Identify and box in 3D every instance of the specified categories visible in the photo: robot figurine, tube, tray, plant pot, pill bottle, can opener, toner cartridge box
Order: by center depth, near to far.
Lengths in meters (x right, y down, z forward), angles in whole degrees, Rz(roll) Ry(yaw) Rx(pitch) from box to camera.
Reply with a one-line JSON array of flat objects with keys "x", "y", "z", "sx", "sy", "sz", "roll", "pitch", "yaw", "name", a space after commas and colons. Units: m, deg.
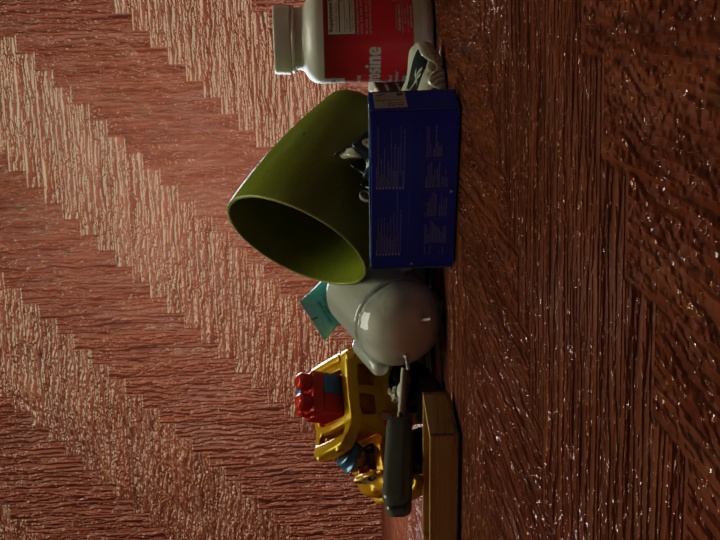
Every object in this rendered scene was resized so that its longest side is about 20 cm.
[{"x": 0.055, "y": -0.094, "z": 1.253, "sx": 0.043, "sy": 0.094, "sz": 0.201, "roll": -92, "pitch": 2, "yaw": -53, "name": "toner cartridge box"}, {"x": 0.093, "y": 0.253, "z": 1.361, "sx": 0.099, "sy": 0.037, "sz": 0.202, "roll": -94, "pitch": 4, "yaw": -67, "name": "tray"}, {"x": 0.059, "y": 0.203, "z": 1.431, "sx": 0.053, "sy": 0.066, "sz": 0.201, "roll": 74, "pitch": -160, "yaw": -46, "name": "can opener"}, {"x": -0.040, "y": -0.117, "z": 1.449, "sx": 0.187, "sy": 0.186, "sz": 0.201, "roll": 91, "pitch": -158, "yaw": -65, "name": "plant pot"}, {"x": -0.010, "y": -0.293, "z": 1.473, "sx": 0.112, "sy": 0.198, "sz": 0.113, "roll": 178, "pitch": 90, "yaw": -89, "name": "pill bottle"}, {"x": 0.030, "y": 0.045, "z": 1.481, "sx": 0.200, "sy": 0.112, "sz": 0.171, "roll": 47, "pitch": 131, "yaw": 53, "name": "robot figurine"}, {"x": 0.000, "y": 0.000, "z": 1.599, "sx": 0.050, "sy": 0.200, "sz": 0.078, "roll": 16, "pitch": 147, "yaw": 51, "name": "tube"}]

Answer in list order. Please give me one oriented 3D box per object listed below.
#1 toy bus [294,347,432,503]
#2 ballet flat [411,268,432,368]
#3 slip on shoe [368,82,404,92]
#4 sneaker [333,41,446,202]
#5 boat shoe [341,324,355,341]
[{"x": -0.006, "y": 0.202, "z": 1.555, "sx": 0.135, "sy": 0.191, "sz": 0.202, "roll": -31, "pitch": 57, "yaw": 50, "name": "toy bus"}, {"x": 0.062, "y": 0.054, "z": 1.610, "sx": 0.068, "sy": 0.072, "sz": 0.201, "roll": -93, "pitch": 2, "yaw": -53, "name": "ballet flat"}, {"x": 0.051, "y": -0.228, "z": 1.681, "sx": 0.201, "sy": 0.075, "sz": 0.061, "roll": -106, "pitch": 24, "yaw": -52, "name": "slip on shoe"}, {"x": 0.033, "y": -0.164, "z": 1.340, "sx": 0.079, "sy": 0.128, "sz": 0.201, "roll": 123, "pitch": 145, "yaw": -85, "name": "sneaker"}, {"x": -0.001, "y": 0.060, "z": 1.662, "sx": 0.200, "sy": 0.060, "sz": 0.074, "roll": -78, "pitch": -12, "yaw": -69, "name": "boat shoe"}]
